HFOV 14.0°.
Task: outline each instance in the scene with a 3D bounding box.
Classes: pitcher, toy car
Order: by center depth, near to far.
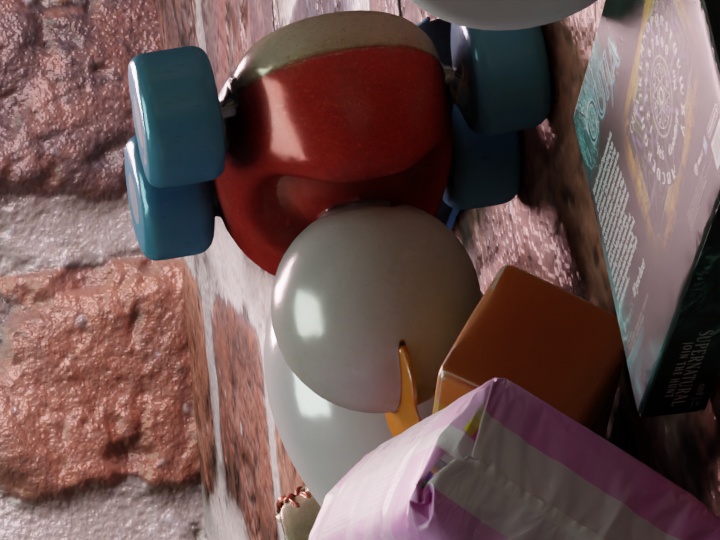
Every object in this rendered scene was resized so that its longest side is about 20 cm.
[{"bbox_3d":[0.000,0.000,1.333,0.177,0.184,0.200,105,154,-68],"label":"toy car"},{"bbox_3d":[0.019,0.089,1.490,0.172,0.121,0.200,179,75,-79],"label":"pitcher"}]

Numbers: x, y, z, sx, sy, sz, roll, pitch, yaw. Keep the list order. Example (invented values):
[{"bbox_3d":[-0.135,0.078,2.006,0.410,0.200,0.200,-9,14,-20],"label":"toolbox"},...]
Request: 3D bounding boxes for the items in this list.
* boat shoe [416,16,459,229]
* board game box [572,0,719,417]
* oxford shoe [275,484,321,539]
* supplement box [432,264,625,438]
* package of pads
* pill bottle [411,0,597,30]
[{"bbox_3d":[0.021,-0.061,1.522,0.200,0.068,0.084,99,163,-60],"label":"boat shoe"},{"bbox_3d":[0.114,-0.051,1.045,0.200,0.028,0.136,99,163,-62],"label":"board game box"},{"bbox_3d":[-0.008,0.131,1.659,0.070,0.075,0.200,112,178,-85],"label":"oxford shoe"},{"bbox_3d":[0.066,0.086,1.275,0.067,0.069,0.200,-58,-13,-31],"label":"supplement box"},{"bbox_3d":[0.057,0.110,1.144,0.076,0.120,0.200,-57,5,-17],"label":"package of pads"},{"bbox_3d":[0.042,-0.193,1.147,0.200,0.114,0.114,-105,13,-50],"label":"pill bottle"}]
